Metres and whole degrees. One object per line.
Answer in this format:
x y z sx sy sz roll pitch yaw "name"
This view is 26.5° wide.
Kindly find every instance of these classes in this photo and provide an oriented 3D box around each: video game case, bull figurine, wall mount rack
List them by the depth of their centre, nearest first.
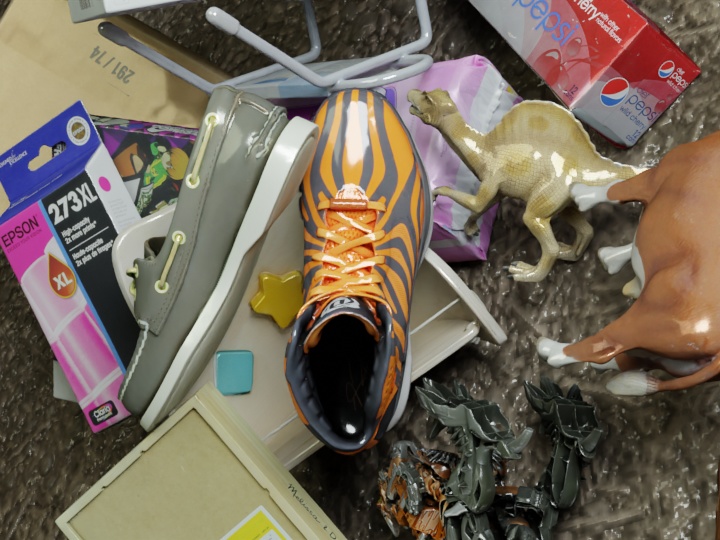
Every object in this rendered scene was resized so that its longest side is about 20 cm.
0.166 -0.016 0.790 0.121 0.065 0.201 -21 31 36 "bull figurine"
-0.057 -0.144 0.971 0.199 0.173 0.075 3 111 48 "wall mount rack"
-0.125 0.004 1.018 0.180 0.036 0.202 10 106 25 "video game case"

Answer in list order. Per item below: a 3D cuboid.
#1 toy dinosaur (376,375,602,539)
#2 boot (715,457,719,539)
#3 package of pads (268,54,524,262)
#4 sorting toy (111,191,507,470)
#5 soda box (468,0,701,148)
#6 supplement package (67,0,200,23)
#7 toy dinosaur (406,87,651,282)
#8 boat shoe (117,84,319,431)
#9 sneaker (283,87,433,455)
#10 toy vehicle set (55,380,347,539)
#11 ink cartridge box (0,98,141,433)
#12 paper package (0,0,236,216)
0.078 0.133 0.830 0.199 0.102 0.137 21 107 35 "toy dinosaur"
0.174 0.128 0.665 0.068 0.188 0.201 17 73 3 "boot"
0.008 -0.067 1.010 0.199 0.076 0.121 -3 62 44 "package of pads"
-0.049 0.018 0.910 0.199 0.180 0.107 -35 18 5 "sorting toy"
0.124 -0.162 0.958 0.070 0.063 0.200 -48 43 14 "soda box"
-0.085 -0.228 0.952 0.114 0.199 0.110 -164 62 -68 "supplement package"
0.112 -0.047 0.874 0.199 0.058 0.102 15 120 12 "toy dinosaur"
-0.090 -0.005 0.830 0.203 0.060 0.072 -62 -4 22 "boat shoe"
0.000 0.000 0.814 0.077 0.112 0.202 -3 91 5 "sneaker"
-0.067 0.179 0.876 0.124 0.200 0.027 -40 1 20 "toy vehicle set"
-0.178 -0.001 1.005 0.094 0.037 0.201 -28 86 30 "ink cartridge box"
-0.192 -0.091 1.136 0.199 0.103 0.191 29 87 12 "paper package"
